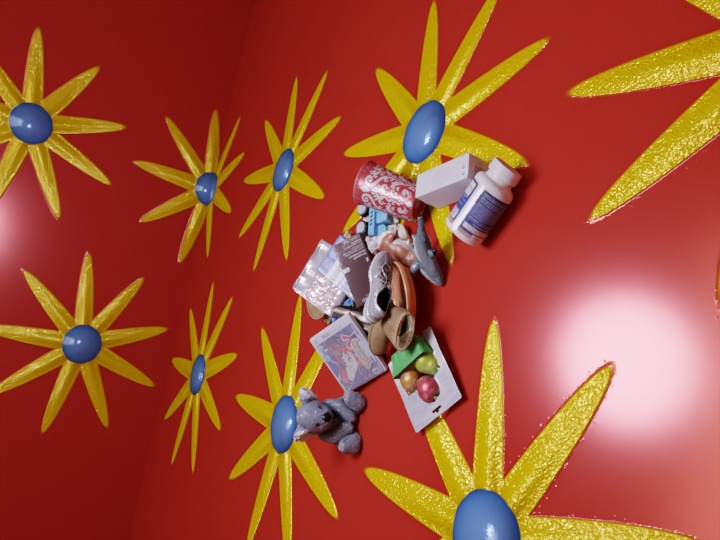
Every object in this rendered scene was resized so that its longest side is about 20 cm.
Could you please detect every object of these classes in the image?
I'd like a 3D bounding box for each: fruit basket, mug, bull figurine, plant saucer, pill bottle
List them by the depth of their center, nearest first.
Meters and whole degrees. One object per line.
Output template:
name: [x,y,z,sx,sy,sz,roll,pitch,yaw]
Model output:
pill bottle: [0.308,-0.172,1.375,0.203,0.108,0.112,-57,38,23]
fruit basket: [0.166,0.283,1.439,0.186,0.092,0.204,-48,57,33]
plant saucer: [0.116,0.076,1.555,0.200,0.036,0.209,173,90,-78]
bull figurine: [0.109,-0.073,1.586,0.196,0.065,0.125,29,122,17]
mug: [0.104,-0.241,1.651,0.195,0.177,0.137,24,137,25]
plant saucer: [-0.125,0.065,1.888,0.198,0.034,0.208,-28,56,52]

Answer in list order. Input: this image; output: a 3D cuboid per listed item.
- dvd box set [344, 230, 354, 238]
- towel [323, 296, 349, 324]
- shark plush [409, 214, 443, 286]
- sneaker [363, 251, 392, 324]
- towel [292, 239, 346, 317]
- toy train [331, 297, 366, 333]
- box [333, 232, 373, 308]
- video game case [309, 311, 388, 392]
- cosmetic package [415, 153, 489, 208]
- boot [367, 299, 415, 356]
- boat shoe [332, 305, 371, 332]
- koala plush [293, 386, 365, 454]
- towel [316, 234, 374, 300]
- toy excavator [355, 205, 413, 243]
dvd box set: [-0.037,-0.020,1.881,0.149,0.029,0.202,-58,37,24]
towel: [-0.077,0.068,1.866,0.200,0.023,0.157,-46,44,42]
shark plush: [0.186,-0.059,1.481,0.083,0.088,0.207,33,135,51]
sneaker: [0.065,0.043,1.504,0.081,0.073,0.207,-22,54,54]
towel: [-0.106,0.021,1.797,0.188,0.032,0.204,29,83,27]
toy train: [-0.027,0.192,1.739,0.113,0.085,0.206,-36,49,34]
box: [0.000,0.000,1.673,0.097,0.075,0.206,-24,84,10]
video game case: [-0.037,0.248,1.649,0.180,0.023,0.203,-34,94,33]
cosmetic package: [0.249,-0.239,1.499,0.197,0.099,0.077,-12,65,51]
boot: [0.080,0.175,1.492,0.200,0.064,0.182,-140,56,-71]
boat shoe: [-0.005,0.157,1.652,0.197,0.074,0.078,12,97,34]
koala plush: [-0.113,0.445,1.655,0.181,0.195,0.185,-13,66,52]
towel: [-0.027,-0.003,1.745,0.197,0.024,0.149,35,87,18]
toy excavator: [0.085,-0.133,1.709,0.196,0.098,0.202,-14,67,43]
